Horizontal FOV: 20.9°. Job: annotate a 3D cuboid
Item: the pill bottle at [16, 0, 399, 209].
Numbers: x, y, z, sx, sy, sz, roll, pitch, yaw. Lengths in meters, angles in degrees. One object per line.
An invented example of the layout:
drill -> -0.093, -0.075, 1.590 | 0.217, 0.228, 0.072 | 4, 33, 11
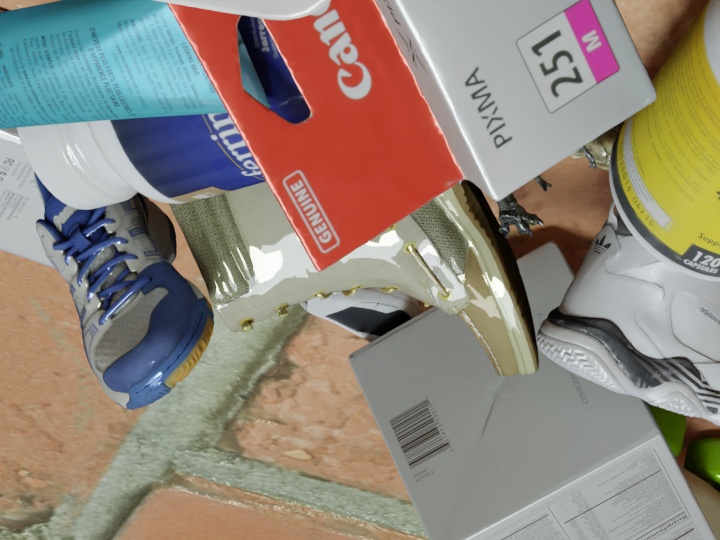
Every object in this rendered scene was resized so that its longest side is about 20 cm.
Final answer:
pill bottle -> -0.068, -0.098, 0.973 | 0.199, 0.117, 0.116 | -14, 143, 27

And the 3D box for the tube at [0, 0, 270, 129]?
tube -> -0.144, -0.096, 0.915 | 0.198, 0.051, 0.078 | -4, 137, 24

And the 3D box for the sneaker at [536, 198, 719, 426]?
sneaker -> 0.201, 0.024, 1.091 | 0.199, 0.116, 0.075 | 18, -172, -24

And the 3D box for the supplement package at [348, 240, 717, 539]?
supplement package -> 0.113, 0.118, 1.227 | 0.150, 0.152, 0.200 | -29, 145, 5

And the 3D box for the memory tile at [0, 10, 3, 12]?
memory tile -> -0.233, -0.104, 1.133 | 0.152, 0.017, 0.200 | -12, 144, 31

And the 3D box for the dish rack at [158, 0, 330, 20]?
dish rack -> -0.072, -0.211, 0.782 | 0.170, 0.044, 0.202 | 11, 106, 9

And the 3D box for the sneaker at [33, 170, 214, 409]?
sneaker -> -0.139, -0.001, 1.049 | 0.075, 0.200, 0.088 | -40, 121, 3

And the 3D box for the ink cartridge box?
ink cartridge box -> 0.016, -0.117, 0.859 | 0.173, 0.044, 0.201 | -33, 115, -7

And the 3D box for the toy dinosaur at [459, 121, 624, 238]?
toy dinosaur -> 0.074, -0.076, 1.033 | 0.199, 0.089, 0.047 | 29, 146, -31

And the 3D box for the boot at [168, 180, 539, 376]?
boot -> 0.000, 0.000, 1.071 | 0.154, 0.072, 0.201 | -26, 118, 10

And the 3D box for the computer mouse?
computer mouse -> -0.023, -0.004, 1.197 | 0.199, 0.110, 0.044 | 25, 109, -44

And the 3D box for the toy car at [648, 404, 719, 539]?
toy car -> 0.170, 0.197, 1.417 | 0.157, 0.166, 0.199 | 28, 157, -30

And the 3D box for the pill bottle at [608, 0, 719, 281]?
pill bottle -> 0.206, -0.086, 0.959 | 0.111, 0.113, 0.200 | 14, 150, -9

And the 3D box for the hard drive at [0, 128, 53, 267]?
hard drive -> -0.254, -0.068, 1.157 | 0.199, 0.026, 0.132 | 20, 148, -18
